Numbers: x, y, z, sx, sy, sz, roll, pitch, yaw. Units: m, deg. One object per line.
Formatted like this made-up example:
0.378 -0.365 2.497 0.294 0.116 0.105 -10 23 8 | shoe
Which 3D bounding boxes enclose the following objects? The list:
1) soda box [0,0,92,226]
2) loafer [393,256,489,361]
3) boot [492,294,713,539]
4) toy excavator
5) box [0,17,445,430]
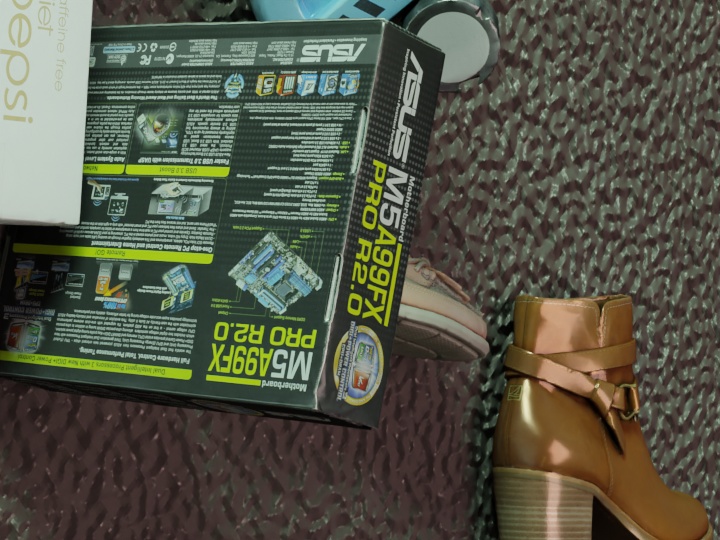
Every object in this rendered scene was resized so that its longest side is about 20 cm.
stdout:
-0.156 -0.121 0.954 0.068 0.063 0.202 3 90 -51 | soda box
0.000 0.000 1.154 0.199 0.072 0.063 19 72 -47 | loafer
0.151 0.092 1.343 0.199 0.073 0.156 7 84 -53 | boot
-0.008 -0.177 1.069 0.200 0.194 0.100 43 20 -20 | toy excavator
-0.067 -0.023 0.964 0.044 0.199 0.162 20 77 -49 | box
